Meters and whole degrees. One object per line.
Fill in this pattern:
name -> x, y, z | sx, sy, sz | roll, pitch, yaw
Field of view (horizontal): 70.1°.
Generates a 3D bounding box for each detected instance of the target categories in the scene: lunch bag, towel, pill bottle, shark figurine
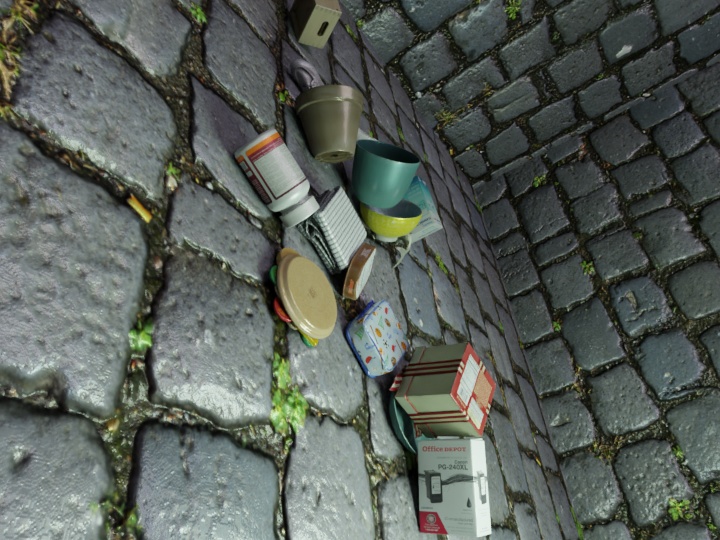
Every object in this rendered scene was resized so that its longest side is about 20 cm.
lunch bag -> 0.043, 0.164, 1.291 | 0.161, 0.075, 0.200 | 60, 25, -4
towel -> -0.068, -0.103, 1.311 | 0.166, 0.085, 0.200 | 62, 28, -23
pill bottle -> -0.182, -0.203, 1.144 | 0.201, 0.109, 0.110 | 58, 25, -15
shark figurine -> 0.133, -0.105, 1.737 | 0.127, 0.090, 0.216 | 2, 51, -26

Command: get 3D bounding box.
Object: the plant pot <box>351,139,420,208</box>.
plant pot -> 0.063, -0.284, 1.554 | 0.199, 0.162, 0.201 | 13, 26, -7

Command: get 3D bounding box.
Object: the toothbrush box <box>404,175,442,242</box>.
toothbrush box -> 0.193, -0.219, 1.876 | 0.085, 0.146, 0.202 | 11, 57, -60

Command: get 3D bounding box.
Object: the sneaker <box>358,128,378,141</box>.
sneaker -> 0.026, -0.460, 1.853 | 0.201, 0.080, 0.071 | 57, 27, -13

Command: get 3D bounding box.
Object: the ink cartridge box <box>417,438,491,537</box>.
ink cartridge box -> 0.211, 0.490, 1.175 | 0.083, 0.144, 0.202 | 26, 57, -50

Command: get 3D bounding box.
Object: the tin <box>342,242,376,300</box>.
tin -> 0.000, 0.000, 1.324 | 0.200, 0.041, 0.113 | -58, 158, -62

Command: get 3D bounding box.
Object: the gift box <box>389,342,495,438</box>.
gift box -> 0.192, 0.299, 1.249 | 0.185, 0.186, 0.200 | 57, 45, -19

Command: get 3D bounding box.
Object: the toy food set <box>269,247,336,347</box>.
toy food set -> -0.120, 0.055, 1.094 | 0.201, 0.048, 0.199 | 53, 27, -25

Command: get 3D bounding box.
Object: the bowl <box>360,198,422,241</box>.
bowl -> 0.089, -0.156, 1.621 | 0.200, 0.198, 0.109 | -60, 163, -61

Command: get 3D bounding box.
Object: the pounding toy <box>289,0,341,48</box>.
pounding toy -> -0.154, -0.895, 1.805 | 0.141, 0.200, 0.186 | 0, 63, -32

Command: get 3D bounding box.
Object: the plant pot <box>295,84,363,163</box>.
plant pot -> -0.085, -0.413, 1.485 | 0.200, 0.198, 0.175 | 5, 79, -62

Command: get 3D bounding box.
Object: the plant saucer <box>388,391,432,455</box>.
plant saucer -> 0.124, 0.373, 1.295 | 0.200, 0.036, 0.201 | 45, 31, -37

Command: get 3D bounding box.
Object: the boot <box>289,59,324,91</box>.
boot -> -0.144, -0.566, 1.614 | 0.200, 0.073, 0.096 | 38, 28, -47
